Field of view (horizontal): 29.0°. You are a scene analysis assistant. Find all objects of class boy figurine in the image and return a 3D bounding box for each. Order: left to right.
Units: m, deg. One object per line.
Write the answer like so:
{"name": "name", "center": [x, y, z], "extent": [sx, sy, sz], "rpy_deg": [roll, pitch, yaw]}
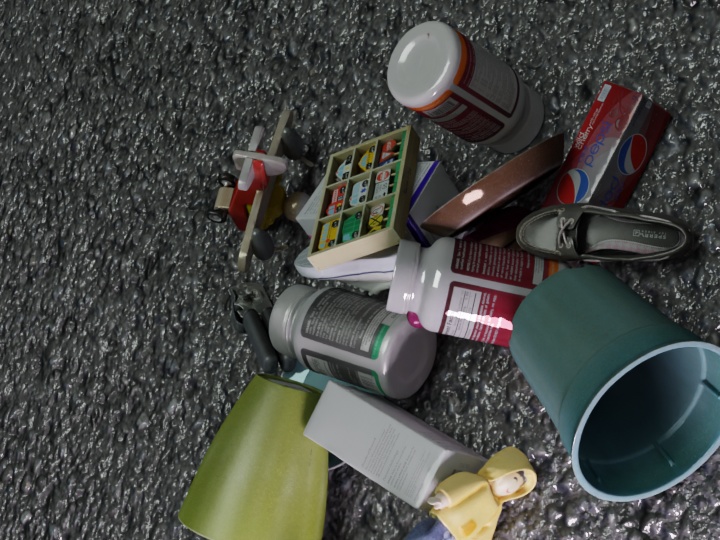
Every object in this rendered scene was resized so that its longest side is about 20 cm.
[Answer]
{"name": "boy figurine", "center": [0.122, 0.285, 1.594], "extent": [0.200, 0.125, 0.064], "rpy_deg": [-39, 36, -17]}

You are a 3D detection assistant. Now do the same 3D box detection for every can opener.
{"name": "can opener", "center": [-0.140, 0.087, 1.958], "extent": [0.200, 0.053, 0.067], "rpy_deg": [-119, 31, -49]}

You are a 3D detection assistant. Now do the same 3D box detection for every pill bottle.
{"name": "pill bottle", "center": [-0.013, 0.084, 1.764], "extent": [0.199, 0.113, 0.114], "rpy_deg": [16, 84, 36]}
{"name": "pill bottle", "center": [0.134, -0.221, 1.722], "extent": [0.109, 0.200, 0.110], "rpy_deg": [-18, 62, 37]}
{"name": "pill bottle", "center": [0.135, 0.024, 1.614], "extent": [0.199, 0.113, 0.114], "rpy_deg": [12, 78, 1]}

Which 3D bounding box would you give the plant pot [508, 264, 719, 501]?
{"name": "plant pot", "center": [0.267, 0.105, 1.483], "extent": [0.201, 0.200, 0.196], "rpy_deg": [-52, 37, 14]}

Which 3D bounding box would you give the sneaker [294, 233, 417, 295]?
{"name": "sneaker", "center": [0.000, 0.000, 1.761], "extent": [0.199, 0.071, 0.073], "rpy_deg": [0, 39, 43]}

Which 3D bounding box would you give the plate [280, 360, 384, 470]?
{"name": "plate", "center": [-0.037, 0.170, 1.849], "extent": [0.200, 0.026, 0.201], "rpy_deg": [-18, 62, 37]}

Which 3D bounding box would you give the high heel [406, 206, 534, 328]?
{"name": "high heel", "center": [0.138, -0.005, 1.686], "extent": [0.096, 0.067, 0.200], "rpy_deg": [9, 56, 53]}

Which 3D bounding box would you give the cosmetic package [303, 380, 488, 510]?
{"name": "cosmetic package", "center": [0.042, 0.214, 1.678], "extent": [0.200, 0.113, 0.081], "rpy_deg": [26, 92, 40]}

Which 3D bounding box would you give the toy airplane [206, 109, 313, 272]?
{"name": "toy airplane", "center": [-0.129, -0.114, 1.972], "extent": [0.199, 0.141, 0.201], "rpy_deg": [-95, 27, -68]}

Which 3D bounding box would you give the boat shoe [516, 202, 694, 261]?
{"name": "boat shoe", "center": [0.271, -0.042, 1.555], "extent": [0.199, 0.057, 0.067], "rpy_deg": [3, 88, 12]}

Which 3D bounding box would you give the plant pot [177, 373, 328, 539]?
{"name": "plant pot", "center": [-0.113, 0.239, 1.762], "extent": [0.187, 0.187, 0.201], "rpy_deg": [18, 92, 46]}

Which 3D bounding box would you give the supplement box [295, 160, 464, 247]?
{"name": "supplement box", "center": [0.031, -0.069, 1.808], "extent": [0.199, 0.101, 0.104], "rpy_deg": [0, 48, 42]}

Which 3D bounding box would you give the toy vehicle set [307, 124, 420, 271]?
{"name": "toy vehicle set", "center": [0.006, -0.092, 1.741], "extent": [0.124, 0.027, 0.201], "rpy_deg": [-19, 37, 26]}

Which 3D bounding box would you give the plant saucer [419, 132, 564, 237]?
{"name": "plant saucer", "center": [0.162, -0.093, 1.633], "extent": [0.200, 0.200, 0.035], "rpy_deg": [-35, 86, 29]}

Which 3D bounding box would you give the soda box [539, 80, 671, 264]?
{"name": "soda box", "center": [0.281, -0.114, 1.632], "extent": [0.063, 0.070, 0.201], "rpy_deg": [31, 95, 45]}
